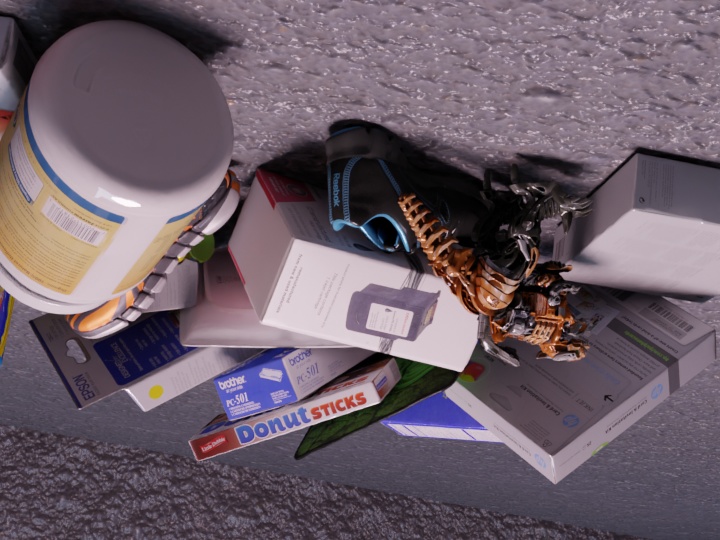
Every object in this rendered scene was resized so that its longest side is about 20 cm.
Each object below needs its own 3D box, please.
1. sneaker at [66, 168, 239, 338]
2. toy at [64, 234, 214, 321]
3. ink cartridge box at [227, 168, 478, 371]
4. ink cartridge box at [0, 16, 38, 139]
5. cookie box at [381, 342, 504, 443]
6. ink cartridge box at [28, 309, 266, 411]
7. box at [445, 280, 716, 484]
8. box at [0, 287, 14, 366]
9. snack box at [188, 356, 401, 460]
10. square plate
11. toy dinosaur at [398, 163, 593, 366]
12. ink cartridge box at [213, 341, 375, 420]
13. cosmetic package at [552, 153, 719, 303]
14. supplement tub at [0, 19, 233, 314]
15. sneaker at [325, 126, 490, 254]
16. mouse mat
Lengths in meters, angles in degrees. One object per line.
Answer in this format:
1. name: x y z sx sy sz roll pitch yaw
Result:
1. sneaker: -0.204 -0.037 1.059 0.112 0.200 0.078 37 -173 -49
2. toy: -0.211 -0.015 1.196 0.198 0.117 0.047 -8 170 43
3. ink cartridge box: 0.000 0.000 1.079 0.197 0.085 0.145 15 -159 -25
4. ink cartridge box: -0.337 -0.143 0.935 0.196 0.051 0.162 4 163 2
5. cookie box: 0.130 0.084 1.260 0.197 0.174 0.075 1 160 22
6. ink cartridge box: -0.207 0.062 1.225 0.197 0.198 0.048 39 152 54
7. box: 0.195 0.084 1.117 0.155 0.198 0.042 36 150 45
8. box: -0.396 -0.004 1.152 0.120 0.204 0.193 8 164 -2
9. snack box: -0.061 0.129 1.154 0.197 0.025 0.072 -20 -172 22
10. square plate: -0.076 0.019 1.183 0.194 0.029 0.200 1 -158 -10
11. toy dinosaur: 0.118 -0.004 0.995 0.101 0.137 0.200 13 161 44
12. ink cartridge box: -0.041 0.079 1.190 0.093 0.045 0.199 -19 -175 37
13. cosmetic package: 0.261 -0.029 1.036 0.148 0.053 0.200 12 163 -7
14. supplement tub: -0.190 -0.065 0.888 0.143 0.147 0.200 15 147 -25
15. sneaker: 0.039 -0.046 1.027 0.072 0.083 0.198 -11 156 43
16. mouse mat: 0.030 0.101 1.180 0.198 0.161 0.008 -28 107 31
